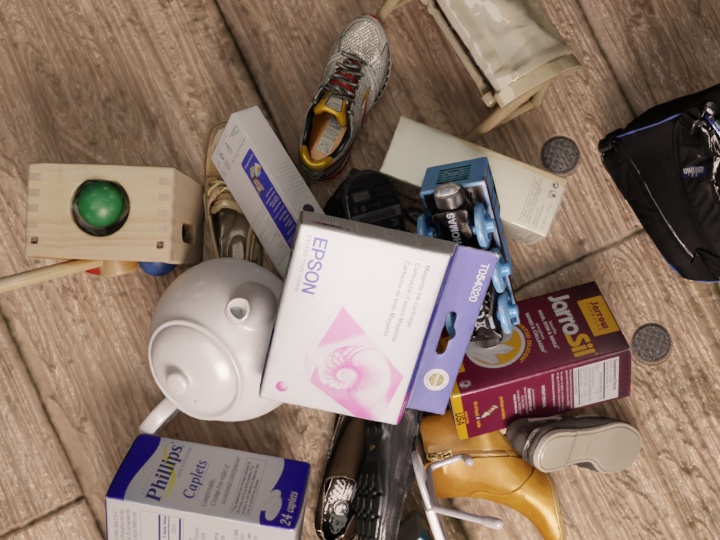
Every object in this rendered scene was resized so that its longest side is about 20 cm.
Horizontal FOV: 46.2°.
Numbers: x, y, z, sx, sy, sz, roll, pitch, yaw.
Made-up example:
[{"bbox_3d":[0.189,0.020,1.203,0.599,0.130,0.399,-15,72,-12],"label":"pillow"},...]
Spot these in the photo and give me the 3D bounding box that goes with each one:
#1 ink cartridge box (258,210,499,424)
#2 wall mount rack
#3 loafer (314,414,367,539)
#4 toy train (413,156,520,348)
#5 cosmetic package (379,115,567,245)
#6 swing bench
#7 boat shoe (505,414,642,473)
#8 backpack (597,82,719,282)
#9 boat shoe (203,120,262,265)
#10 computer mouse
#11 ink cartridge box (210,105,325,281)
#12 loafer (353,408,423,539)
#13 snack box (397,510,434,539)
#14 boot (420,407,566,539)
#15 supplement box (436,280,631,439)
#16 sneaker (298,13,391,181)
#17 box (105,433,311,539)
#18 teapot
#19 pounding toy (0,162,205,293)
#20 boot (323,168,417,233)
[{"bbox_3d":[0.016,0.055,0.823,0.199,0.043,0.197,12,115,-7],"label":"ink cartridge box"},{"bbox_3d":[0.115,0.282,0.875,0.074,0.174,0.201,-19,101,4],"label":"wall mount rack"},{"bbox_3d":[-0.005,0.228,0.979,0.073,0.071,0.201,12,88,2],"label":"loafer"},{"bbox_3d":[0.118,-0.016,0.887,0.086,0.114,0.200,-8,122,20],"label":"toy train"},{"bbox_3d":[0.125,-0.100,0.972,0.199,0.104,0.073,22,87,1],"label":"cosmetic package"},{"bbox_3d":[0.129,-0.264,0.922,0.129,0.200,0.199,-31,88,-9],"label":"swing bench"},{"bbox_3d":[0.244,0.188,0.949,0.200,0.057,0.067,10,104,-40],"label":"boat shoe"},{"bbox_3d":[0.394,-0.099,0.928,0.147,0.183,0.200,-32,97,-20],"label":"backpack"},{"bbox_3d":[-0.149,-0.082,0.997,0.071,0.065,0.201,-8,87,1],"label":"boat shoe"},{"bbox_3d":[0.000,0.000,0.913,0.140,0.046,0.201,-24,94,-29],"label":"computer mouse"},{"bbox_3d":[-0.091,-0.071,0.924,0.039,0.099,0.200,-25,80,-32],"label":"ink cartridge box"},{"bbox_3d":[0.038,0.219,0.935,0.070,0.068,0.201,14,74,-26],"label":"loafer"},{"bbox_3d":[0.002,0.362,0.951,0.200,0.116,0.037,-41,89,0],"label":"snack box"},{"bbox_3d":[0.151,0.250,0.982,0.144,0.071,0.202,-18,84,7],"label":"boot"},{"bbox_3d":[0.188,0.100,0.948,0.199,0.086,0.111,-15,44,1],"label":"supplement box"},{"bbox_3d":[-0.017,-0.199,0.981,0.078,0.082,0.201,19,95,2],"label":"sneaker"},{"bbox_3d":[-0.166,0.292,0.925,0.199,0.105,0.184,10,121,1],"label":"box"},{"bbox_3d":[-0.161,0.093,0.921,0.197,0.146,0.201,4,116,27],"label":"teapot"},{"bbox_3d":[-0.285,-0.039,0.932,0.183,0.200,0.143,2,88,2],"label":"pounding toy"},{"bbox_3d":[0.012,-0.002,0.987,0.151,0.073,0.200,-44,88,1],"label":"boot"}]
